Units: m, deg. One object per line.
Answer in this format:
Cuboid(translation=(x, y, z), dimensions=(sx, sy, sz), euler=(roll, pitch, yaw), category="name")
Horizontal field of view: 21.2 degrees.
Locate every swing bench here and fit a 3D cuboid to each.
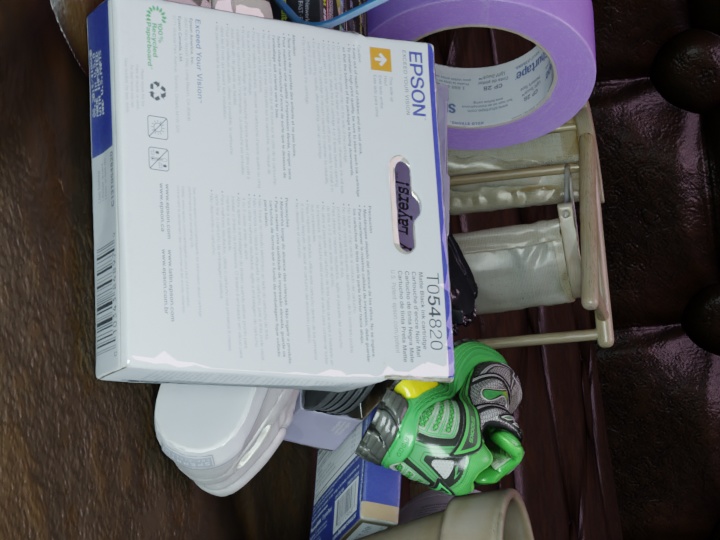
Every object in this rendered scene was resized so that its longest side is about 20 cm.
Cuboid(translation=(0.112, -0.036, 1.688), dimensions=(0.130, 0.198, 0.201), euler=(56, 31, -67), category="swing bench")

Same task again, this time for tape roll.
Cuboid(translation=(0.090, -0.181, 1.563), dimensions=(0.200, 0.199, 0.066), euler=(66, 21, -56), category="tape roll")

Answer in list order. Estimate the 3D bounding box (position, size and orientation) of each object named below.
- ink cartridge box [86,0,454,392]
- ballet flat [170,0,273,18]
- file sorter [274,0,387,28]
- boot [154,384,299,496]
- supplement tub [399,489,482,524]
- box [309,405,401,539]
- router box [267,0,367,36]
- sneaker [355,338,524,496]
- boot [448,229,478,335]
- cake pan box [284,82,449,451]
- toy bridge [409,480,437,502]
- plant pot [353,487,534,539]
Cuboid(translation=(-0.047, -0.036, 1.021), dimensions=(0.041, 0.199, 0.200), euler=(-23, -114, 56), category="ink cartridge box")
Cuboid(translation=(-0.076, -0.149, 1.177), dimensions=(0.200, 0.063, 0.068), euler=(36, 49, -74), category="ballet flat")
Cuboid(translation=(-0.023, -0.273, 1.192), dimensions=(0.123, 0.139, 0.200), euler=(50, -16, 48), category="file sorter")
Cuboid(translation=(-0.057, 0.029, 1.093), dimensions=(0.096, 0.073, 0.200), euler=(78, 36, -68), category="boot")
Cuboid(translation=(0.062, 0.260, 1.471), dimensions=(0.200, 0.132, 0.132), euler=(-56, 138, -70), category="supplement tub")
Cuboid(translation=(0.000, 0.100, 1.337), dimensions=(0.121, 0.032, 0.201), euler=(126, -29, -58), category="box")
Cuboid(translation=(-0.040, -0.202, 1.376), dimensions=(0.150, 0.062, 0.201), euler=(55, 31, -68), category="router box")
Cuboid(translation=(0.066, 0.103, 1.224), dimensions=(0.078, 0.085, 0.200), euler=(-61, 167, 18), category="sneaker")
Cuboid(translation=(0.039, -0.050, 1.484), dimensions=(0.163, 0.073, 0.198), euler=(59, 24, -28), category="boot")
Cuboid(translation=(0.000, 0.000, 1.273), dimensions=(0.184, 0.052, 0.201), euler=(128, -31, -54), category="cake pan box")
Cuboid(translation=(0.057, 0.266, 1.594), dimensions=(0.027, 0.067, 0.201), euler=(-58, 142, -71), category="toy bridge")
Cuboid(translation=(0.019, 0.238, 1.173), dimensions=(0.200, 0.173, 0.201), euler=(-6, 90, -77), category="plant pot")
